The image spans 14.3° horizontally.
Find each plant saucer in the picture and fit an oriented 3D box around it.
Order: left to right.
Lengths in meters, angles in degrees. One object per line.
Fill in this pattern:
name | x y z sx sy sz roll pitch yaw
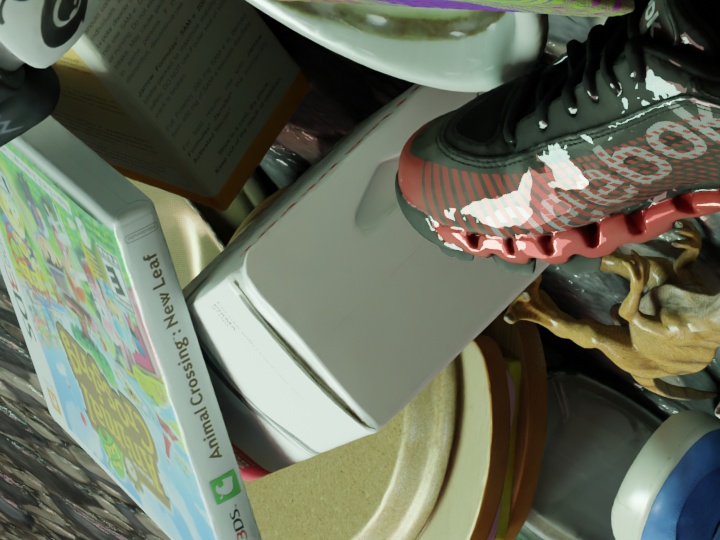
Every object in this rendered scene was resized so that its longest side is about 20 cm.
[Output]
plant saucer | -0.014 -0.139 0.955 0.199 0.050 0.200 30 163 10

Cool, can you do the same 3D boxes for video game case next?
video game case | -0.107 0.020 1.164 0.200 0.022 0.183 37 148 55

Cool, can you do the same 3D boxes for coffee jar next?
coffee jar | 0.071 0.099 1.405 0.104 0.086 0.200 31 165 -18

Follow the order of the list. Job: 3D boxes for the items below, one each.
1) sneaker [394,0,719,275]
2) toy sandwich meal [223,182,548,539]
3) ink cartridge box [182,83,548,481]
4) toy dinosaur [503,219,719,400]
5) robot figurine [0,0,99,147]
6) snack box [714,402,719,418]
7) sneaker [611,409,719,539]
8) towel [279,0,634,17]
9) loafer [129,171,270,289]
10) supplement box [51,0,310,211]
sneaker | 0.091 -0.054 0.899 0.200 0.071 0.098 -7 132 32
toy sandwich meal | 0.001 0.051 1.314 0.070 0.206 0.205 -1 -170 -40
ink cartridge box | 0.000 0.000 1.130 0.083 0.146 0.200 48 163 -4
toy dinosaur | 0.115 0.026 1.160 0.106 0.061 0.200 33 164 -1
robot figurine | -0.184 -0.093 1.001 0.125 0.199 0.150 61 -172 5
snack box | 0.229 0.078 1.151 0.072 0.024 0.200 41 162 -26
sneaker | 0.187 0.134 1.291 0.111 0.077 0.200 32 169 29
towel | -0.029 -0.098 0.866 0.143 0.023 0.200 7 -178 -34
loafer | -0.076 -0.013 1.401 0.076 0.068 0.200 14 154 50
supplement box | -0.124 -0.121 1.173 0.126 0.074 0.200 21 159 40
